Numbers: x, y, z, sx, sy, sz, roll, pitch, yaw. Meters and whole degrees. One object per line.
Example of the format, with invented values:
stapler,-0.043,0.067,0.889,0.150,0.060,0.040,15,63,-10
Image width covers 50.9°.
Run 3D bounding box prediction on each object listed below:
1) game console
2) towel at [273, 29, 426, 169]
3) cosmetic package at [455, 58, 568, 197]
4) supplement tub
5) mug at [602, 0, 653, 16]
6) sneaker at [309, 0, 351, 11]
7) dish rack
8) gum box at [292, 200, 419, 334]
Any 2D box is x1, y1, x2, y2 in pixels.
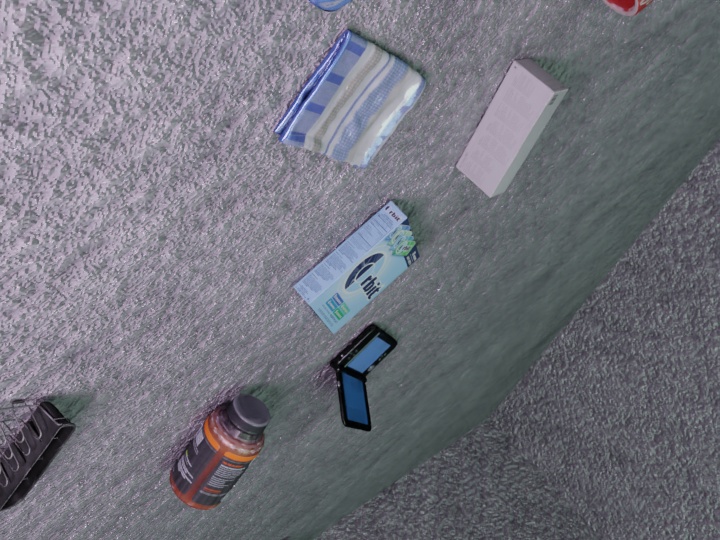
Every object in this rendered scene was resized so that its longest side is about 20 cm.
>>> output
game console,0.022,0.223,1.547,0.176,0.116,0.200,-44,158,1
towel,-0.005,-0.192,0.890,0.147,0.024,0.200,-52,156,17
cosmetic package,0.230,-0.218,1.169,0.051,0.083,0.201,-24,152,-44
supplement tub,-0.230,0.300,1.268,0.200,0.107,0.107,-53,156,22
mug,0.416,-0.441,1.028,0.200,0.134,0.178,-41,156,2
sneaker,0.022,-0.310,0.675,0.200,0.079,0.089,-38,166,7
dish rack,-0.436,0.213,0.832,0.154,0.055,0.200,-51,156,16
gum box,0.000,0.000,1.210,0.200,0.045,0.170,-41,158,-5
